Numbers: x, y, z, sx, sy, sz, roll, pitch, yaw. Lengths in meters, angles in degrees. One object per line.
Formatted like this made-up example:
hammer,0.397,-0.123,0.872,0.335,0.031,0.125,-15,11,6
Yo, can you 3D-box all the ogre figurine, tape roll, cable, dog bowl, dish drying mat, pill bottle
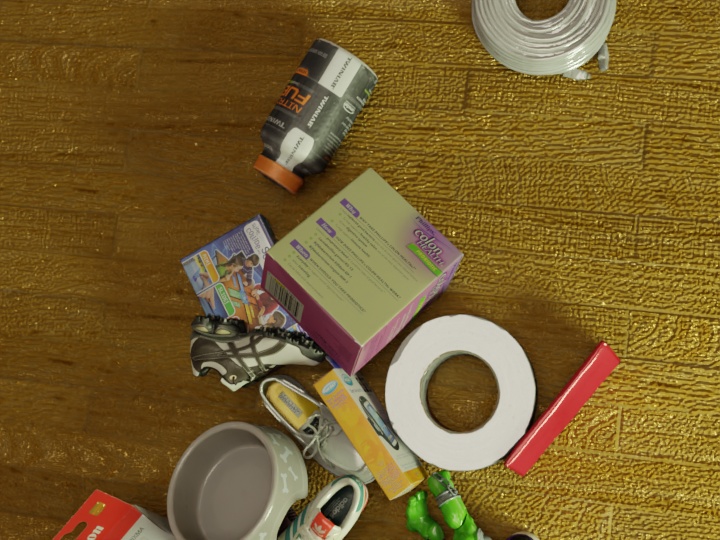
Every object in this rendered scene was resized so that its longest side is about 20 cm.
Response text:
ogre figurine,0.091,0.371,1.433,0.119,0.098,0.201,31,73,31
tape roll,0.133,0.161,1.465,0.197,0.066,0.204,-2,81,12
cable,0.247,-0.366,1.515,0.197,0.069,0.203,5,83,12
dog bowl,-0.166,0.288,1.441,0.198,0.059,0.203,-16,56,25
dish drying mat,0.258,0.179,1.433,0.018,0.077,0.201,41,91,31
pill bottle,-0.068,-0.207,1.539,0.105,0.106,0.202,31,89,14

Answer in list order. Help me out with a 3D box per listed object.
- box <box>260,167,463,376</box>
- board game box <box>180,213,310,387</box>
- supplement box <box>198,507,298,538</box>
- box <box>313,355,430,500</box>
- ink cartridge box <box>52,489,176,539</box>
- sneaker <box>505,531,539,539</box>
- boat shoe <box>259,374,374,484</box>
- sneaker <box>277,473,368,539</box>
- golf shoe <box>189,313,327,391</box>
box,0.000,0.000,1.458,0.176,0.097,0.200,43,63,13
board game box,-0.150,0.042,1.555,0.134,0.034,0.202,-28,78,7
supplement box,-0.114,0.383,1.487,0.108,0.061,0.201,-39,77,4
box,0.009,0.201,1.457,0.041,0.119,0.201,-39,76,9
ink cartridge box,-0.320,0.388,1.463,0.161,0.200,0.050,-49,48,1
sneaker,0.170,0.426,1.400,0.069,0.099,0.203,18,85,15
boat shoe,-0.058,0.209,1.486,0.202,0.086,0.075,43,92,14
sneaker,-0.064,0.336,1.409,0.070,0.094,0.200,38,77,11
golf shoe,-0.138,0.118,1.492,0.197,0.078,0.096,9,88,22
